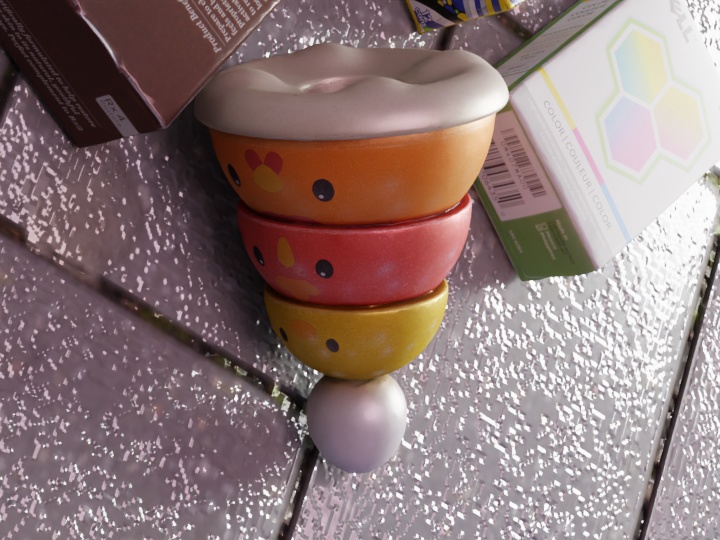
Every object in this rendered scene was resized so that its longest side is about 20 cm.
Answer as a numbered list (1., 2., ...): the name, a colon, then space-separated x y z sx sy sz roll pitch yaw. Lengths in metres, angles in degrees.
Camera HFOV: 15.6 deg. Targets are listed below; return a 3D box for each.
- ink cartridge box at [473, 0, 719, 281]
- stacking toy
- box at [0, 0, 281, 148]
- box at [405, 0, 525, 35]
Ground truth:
1. ink cartridge box: 0.139 -0.090 1.389 0.200 0.059 0.104 -39 109 -37
2. stacking toy: 0.000 0.000 1.232 0.146 0.146 0.201 -16 109 -40
3. box: -0.080 -0.158 1.205 0.100 0.075 0.200 55 52 -21
4. box: 0.033 -0.226 1.311 0.064 0.070 0.201 -34 106 -40
